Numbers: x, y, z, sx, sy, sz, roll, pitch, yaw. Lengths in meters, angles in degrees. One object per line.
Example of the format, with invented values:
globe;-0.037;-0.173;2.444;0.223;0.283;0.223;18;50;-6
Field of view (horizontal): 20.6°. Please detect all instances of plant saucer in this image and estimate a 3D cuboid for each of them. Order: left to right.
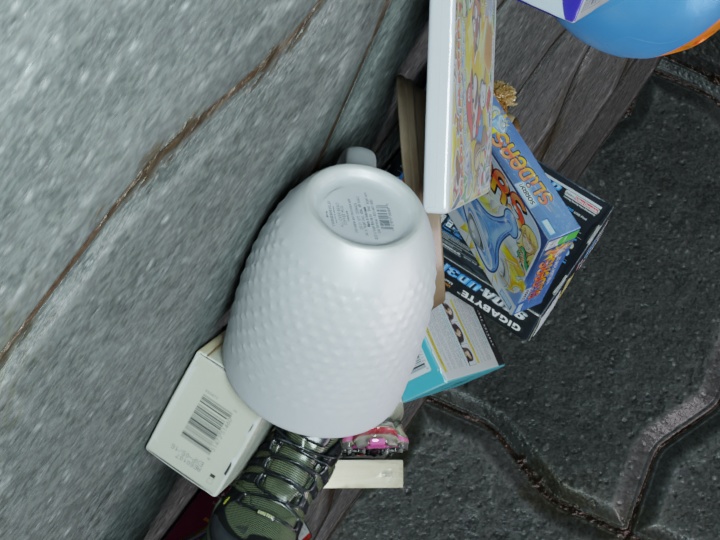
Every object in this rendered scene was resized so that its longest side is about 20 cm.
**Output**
plant saucer;0.049;-0.059;1.610;0.200;0.029;0.202;-4;90;-89

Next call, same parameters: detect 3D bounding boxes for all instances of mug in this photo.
mug;-0.015;-0.005;1.493;0.176;0.147;0.201;108;-10;-45

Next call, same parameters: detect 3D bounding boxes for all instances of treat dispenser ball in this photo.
treat dispenser ball;0.248;-0.287;1.736;0.201;0.200;0.201;-56;172;-11

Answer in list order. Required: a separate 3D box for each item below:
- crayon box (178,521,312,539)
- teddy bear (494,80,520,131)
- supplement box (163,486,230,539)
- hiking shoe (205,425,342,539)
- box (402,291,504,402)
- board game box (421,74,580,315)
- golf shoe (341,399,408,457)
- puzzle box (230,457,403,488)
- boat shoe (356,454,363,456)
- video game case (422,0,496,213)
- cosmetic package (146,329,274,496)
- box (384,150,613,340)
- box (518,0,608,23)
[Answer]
crayon box;-0.149;0.266;1.707;0.172;0.059;0.200;-29;179;14
teddy bear;0.124;-0.127;2.091;0.145;0.067;0.200;-54;173;-38
supplement box;-0.119;0.247;1.988;0.200;0.085;0.111;-53;171;-30
hiking shoe;-0.063;0.159;1.560;0.200;0.075;0.101;-61;172;-57
box;0.070;0.066;1.802;0.049;0.083;0.200;-26;173;17
board game box;0.112;-0.078;1.742;0.034;0.201;0.136;-22;157;-22
golf shoe;0.002;0.117;1.723;0.200;0.072;0.093;144;-55;-75
puzzle box;-0.048;0.180;1.769;0.200;0.132;0.026;158;-67;-77
boat shoe;0.008;0.077;1.833;0.071;0.062;0.201;-55;141;-72
video game case;0.079;-0.152;1.527;0.182;0.023;0.201;-28;121;-74
cosmetic package;-0.088;0.094;1.622;0.104;0.073;0.200;-60;172;21
box;0.114;-0.049;1.841;0.159;0.199;0.046;-53;171;-36
box;0.162;-0.293;1.442;0.185;0.104;0.200;-70;169;19
